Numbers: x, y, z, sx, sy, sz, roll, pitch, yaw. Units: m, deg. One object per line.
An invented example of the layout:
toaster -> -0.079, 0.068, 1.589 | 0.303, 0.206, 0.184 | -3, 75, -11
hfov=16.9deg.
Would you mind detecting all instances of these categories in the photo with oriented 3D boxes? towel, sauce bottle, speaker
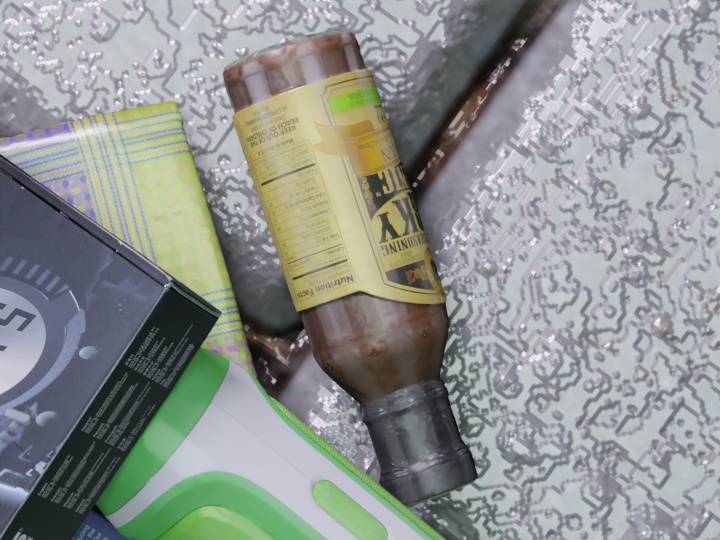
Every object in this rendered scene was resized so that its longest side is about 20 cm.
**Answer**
towel -> -0.155, 0.017, 1.026 | 0.199, 0.023, 0.144 | -16, 89, -1
sauce bottle -> 0.000, 0.000, 1.026 | 0.064, 0.065, 0.201 | -19, 91, 1
speaker -> -0.015, 0.121, 0.988 | 0.200, 0.088, 0.089 | 40, 90, -10

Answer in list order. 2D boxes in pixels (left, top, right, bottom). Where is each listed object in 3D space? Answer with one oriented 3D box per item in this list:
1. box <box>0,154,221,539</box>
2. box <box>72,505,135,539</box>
box -> -0.172, 0.055, 0.955 | 0.160, 0.044, 0.200 | 34, 89, 31
box -> -0.120, 0.162, 1.014 | 0.199, 0.032, 0.122 | 32, 89, -17
